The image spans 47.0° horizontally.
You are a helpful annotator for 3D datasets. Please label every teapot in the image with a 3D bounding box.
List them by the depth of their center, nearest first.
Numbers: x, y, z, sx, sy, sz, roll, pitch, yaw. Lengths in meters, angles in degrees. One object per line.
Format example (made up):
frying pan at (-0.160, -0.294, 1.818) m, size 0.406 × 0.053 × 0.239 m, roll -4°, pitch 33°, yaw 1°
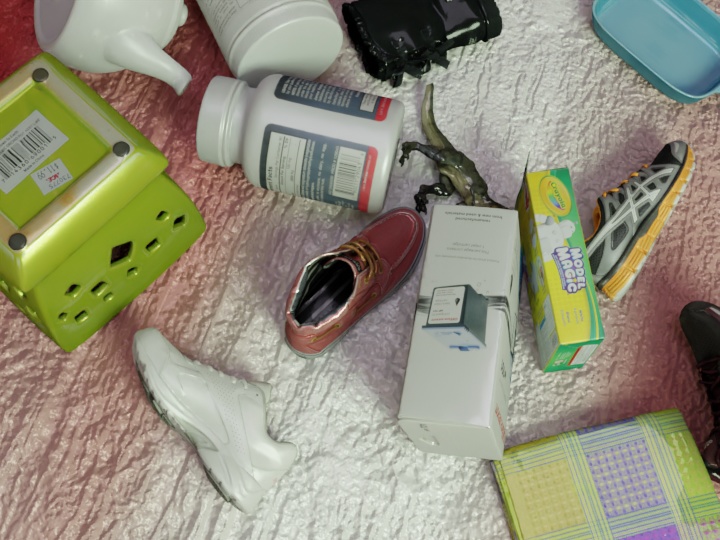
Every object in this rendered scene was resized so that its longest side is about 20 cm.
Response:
teapot at (-0.258, -0.304, 0.902) m, size 0.145 × 0.197 × 0.202 m, roll 7°, pitch 97°, yaw -39°

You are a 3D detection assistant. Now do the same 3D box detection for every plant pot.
plant pot at (-0.291, -0.073, 0.793) m, size 0.199 × 0.182 × 0.200 m, roll 41°, pitch 74°, yaw 11°

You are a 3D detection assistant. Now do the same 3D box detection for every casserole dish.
casserole dish at (0.358, -0.274, 0.978) m, size 0.121 × 0.039 × 0.200 m, roll -40°, pitch 77°, yaw -16°

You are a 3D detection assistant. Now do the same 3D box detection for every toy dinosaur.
toy dinosaur at (0.089, -0.112, 0.900) m, size 0.088 × 0.048 × 0.201 m, roll -20°, pitch 71°, yaw -25°

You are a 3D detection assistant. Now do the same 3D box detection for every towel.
towel at (0.231, 0.218, 0.782) m, size 0.198 × 0.023 × 0.145 m, roll -16°, pitch 70°, yaw -1°

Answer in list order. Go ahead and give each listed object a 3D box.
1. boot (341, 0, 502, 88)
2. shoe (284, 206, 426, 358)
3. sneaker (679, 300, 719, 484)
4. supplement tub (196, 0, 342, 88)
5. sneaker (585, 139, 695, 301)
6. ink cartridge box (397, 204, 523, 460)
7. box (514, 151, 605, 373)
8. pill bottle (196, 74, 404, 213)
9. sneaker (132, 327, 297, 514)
boot at (0.056, -0.318, 0.964) m, size 0.161 × 0.073 × 0.199 m, roll -22°, pitch 73°, yaw -7°
shoe at (0.000, 0.000, 0.827) m, size 0.071 × 0.091 × 0.200 m, roll 40°, pitch 72°, yaw 11°
sneaker at (0.356, 0.134, 0.807) m, size 0.115 × 0.076 × 0.201 m, roll -33°, pitch 75°, yaw -11°
supplement tub at (-0.116, -0.311, 0.918) m, size 0.131 × 0.132 × 0.201 m, roll -24°, pitch 73°, yaw -11°
sneaker at (0.289, -0.066, 0.878) m, size 0.077 × 0.078 × 0.201 m, roll 29°, pitch 69°, yaw 18°
ink cartridge box at (0.099, 0.061, 0.773) m, size 0.085 × 0.147 × 0.202 m, roll 3°, pitch 68°, yaw 15°
box at (0.191, -0.010, 0.827) m, size 0.048 × 0.117 × 0.202 m, roll -9°, pitch 70°, yaw 1°
pill bottle at (-0.061, -0.137, 0.862) m, size 0.198 × 0.120 × 0.120 m, roll 13°, pitch 69°, yaw 2°
sneaker at (-0.137, 0.126, 0.790) m, size 0.099 × 0.078 × 0.200 m, roll -37°, pitch 84°, yaw -22°
